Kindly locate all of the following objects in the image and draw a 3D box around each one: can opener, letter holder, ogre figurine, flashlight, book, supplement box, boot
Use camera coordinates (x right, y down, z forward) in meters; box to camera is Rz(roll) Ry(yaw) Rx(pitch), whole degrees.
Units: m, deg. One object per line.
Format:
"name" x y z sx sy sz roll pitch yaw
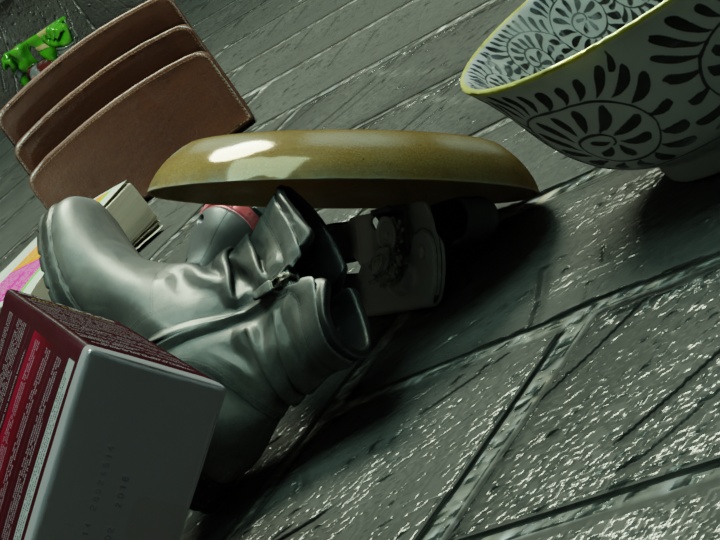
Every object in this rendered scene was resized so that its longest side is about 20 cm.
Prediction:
"can opener" 0.000 0.000 1.122 0.066 0.053 0.199 -3 -4 -32
"letter holder" -0.218 -0.141 1.928 0.199 0.143 0.101 -36 13 1
"ogre figurine" -0.432 -0.276 2.987 0.199 0.120 0.098 -23 14 39
"flashlight" -0.113 0.020 1.274 0.200 0.068 0.068 -44 10 -34
"book" -0.262 0.002 1.769 0.134 0.048 0.200 -46 15 -28
"supplement box" -0.121 0.077 0.892 0.200 0.060 0.110 20 93 70
"boot" -0.071 0.006 1.015 0.132 0.070 0.201 -46 54 17

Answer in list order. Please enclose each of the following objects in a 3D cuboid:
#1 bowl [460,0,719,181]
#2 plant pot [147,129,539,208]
"bowl" 0.152 -0.103 0.961 0.200 0.094 0.201 -35 13 9
"plant pot" -0.009 -0.051 1.076 0.198 0.028 0.200 0 -3 0
